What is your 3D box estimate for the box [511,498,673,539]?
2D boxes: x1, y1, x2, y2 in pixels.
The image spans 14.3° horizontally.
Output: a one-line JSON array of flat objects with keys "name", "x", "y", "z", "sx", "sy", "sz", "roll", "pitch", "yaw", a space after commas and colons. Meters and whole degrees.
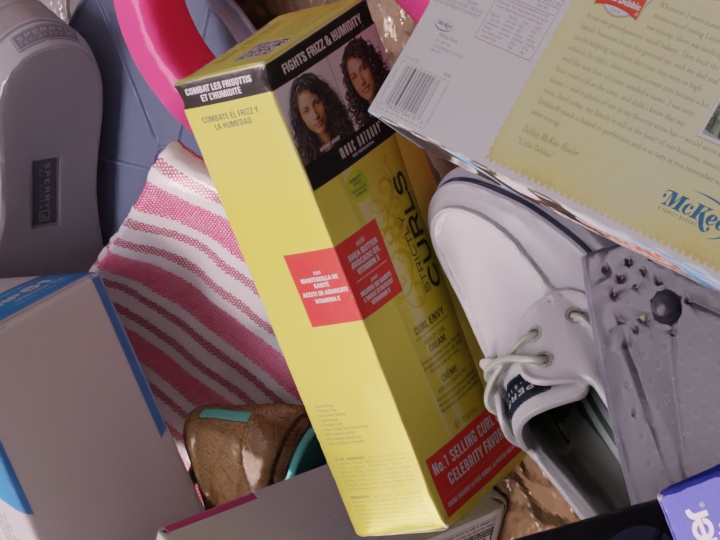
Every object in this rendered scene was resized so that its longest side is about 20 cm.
[{"name": "box", "x": 0.057, "y": 0.194, "z": 1.006, "sx": 0.200, "sy": 0.086, "sz": 0.164, "roll": -41, "pitch": 66, "yaw": 51}]

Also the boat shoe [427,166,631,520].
[{"name": "boat shoe", "x": 0.081, "y": 0.040, "z": 1.062, "sx": 0.200, "sy": 0.067, "sz": 0.074, "roll": 48, "pitch": 140, "yaw": 23}]

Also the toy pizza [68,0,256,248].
[{"name": "toy pizza", "x": -0.075, "y": -0.047, "z": 1.300, "sx": 0.200, "sy": 0.032, "sz": 0.200, "roll": 25, "pitch": 123, "yaw": 47}]

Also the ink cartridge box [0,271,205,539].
[{"name": "ink cartridge box", "x": -0.168, "y": 0.082, "z": 1.270, "sx": 0.200, "sy": 0.085, "sz": 0.145, "roll": -4, "pitch": 113, "yaw": 54}]

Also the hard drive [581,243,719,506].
[{"name": "hard drive", "x": 0.159, "y": 0.074, "z": 0.971, "sx": 0.135, "sy": 0.042, "sz": 0.200, "roll": -18, "pitch": 85, "yaw": 34}]

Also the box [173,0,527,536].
[{"name": "box", "x": 0.000, "y": 0.000, "z": 1.122, "sx": 0.050, "sy": 0.075, "sz": 0.200, "roll": -7, "pitch": 110, "yaw": 40}]

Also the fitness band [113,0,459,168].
[{"name": "fitness band", "x": -0.018, "y": -0.092, "z": 1.158, "sx": 0.200, "sy": 0.037, "sz": 0.144, "roll": 42, "pitch": 130, "yaw": 14}]

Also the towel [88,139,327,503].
[{"name": "towel", "x": -0.061, "y": 0.042, "z": 1.258, "sx": 0.146, "sy": 0.030, "sz": 0.200, "roll": 36, "pitch": 141, "yaw": -1}]

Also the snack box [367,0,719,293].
[{"name": "snack box", "x": 0.100, "y": -0.069, "z": 0.985, "sx": 0.200, "sy": 0.037, "sz": 0.116, "roll": 30, "pitch": 89, "yaw": 47}]

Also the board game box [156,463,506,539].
[{"name": "board game box", "x": -0.026, "y": 0.180, "z": 1.219, "sx": 0.064, "sy": 0.147, "sz": 0.200, "roll": 40, "pitch": 133, "yaw": 36}]

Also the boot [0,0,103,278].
[{"name": "boot", "x": -0.168, "y": -0.041, "z": 1.356, "sx": 0.096, "sy": 0.074, "sz": 0.200, "roll": 47, "pitch": 133, "yaw": 49}]

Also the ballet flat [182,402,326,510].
[{"name": "ballet flat", "x": -0.051, "y": 0.131, "z": 1.275, "sx": 0.072, "sy": 0.068, "sz": 0.200, "roll": 16, "pitch": 137, "yaw": 20}]

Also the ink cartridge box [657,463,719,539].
[{"name": "ink cartridge box", "x": 0.184, "y": 0.105, "z": 0.889, "sx": 0.200, "sy": 0.076, "sz": 0.137, "roll": -25, "pitch": 82, "yaw": 32}]
